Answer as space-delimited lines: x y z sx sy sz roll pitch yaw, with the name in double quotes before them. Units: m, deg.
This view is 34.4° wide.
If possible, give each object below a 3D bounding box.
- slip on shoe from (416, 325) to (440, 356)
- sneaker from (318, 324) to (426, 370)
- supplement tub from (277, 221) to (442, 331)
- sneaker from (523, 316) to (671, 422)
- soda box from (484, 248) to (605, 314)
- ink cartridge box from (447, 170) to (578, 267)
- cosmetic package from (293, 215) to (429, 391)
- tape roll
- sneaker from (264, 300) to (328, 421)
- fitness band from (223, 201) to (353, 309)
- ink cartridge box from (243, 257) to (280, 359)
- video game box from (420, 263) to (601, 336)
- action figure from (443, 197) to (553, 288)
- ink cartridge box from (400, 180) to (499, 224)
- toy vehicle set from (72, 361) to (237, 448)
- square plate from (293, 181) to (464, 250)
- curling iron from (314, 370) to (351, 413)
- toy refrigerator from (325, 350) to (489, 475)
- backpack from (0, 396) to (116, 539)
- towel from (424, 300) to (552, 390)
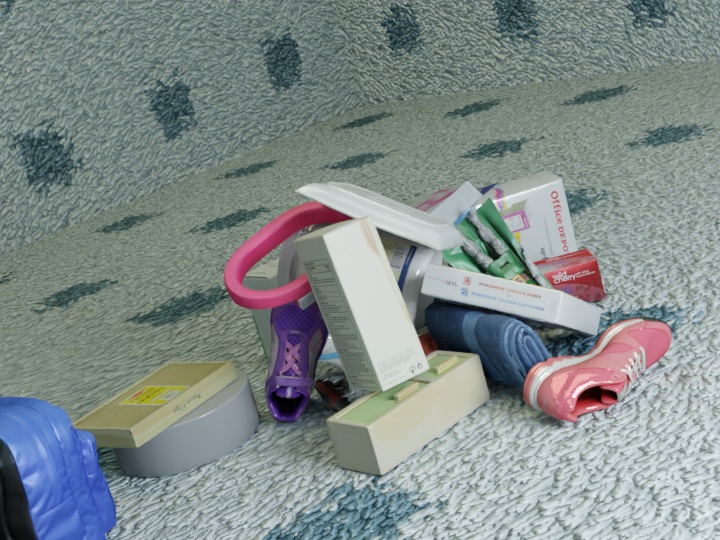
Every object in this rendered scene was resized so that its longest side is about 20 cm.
"slip on shoe" 0.109 0.105 1.588 0.061 0.074 0.200 37 34 23
"sneaker" 0.010 0.101 1.659 0.200 0.081 0.077 3 25 -8
"supplement tub" 0.000 0.000 1.604 0.200 0.145 0.145 16 25 14
"sneaker" 0.291 0.124 1.346 0.200 0.074 0.087 -25 31 -17
"soda box" 0.249 0.028 1.699 0.200 0.063 0.070 -15 15 3
"ink cartridge box" 0.236 -0.060 1.865 0.200 0.145 0.085 -18 15 -8
"cosmetic package" 0.000 0.040 1.405 0.071 0.200 0.105 -24 8 -23
"tape roll" -0.239 0.202 1.569 0.200 0.066 0.200 -14 15 4
"sneaker" -0.088 0.120 1.524 0.080 0.200 0.089 9 34 0
"fitness band" -0.084 -0.019 1.502 0.200 0.037 0.144 -39 45 -24
"ink cartridge box" -0.069 0.039 1.822 0.200 0.146 0.084 -26 16 -35
"video game box" 0.198 0.039 1.498 0.182 0.047 0.200 10 -3 25
"action figure" 0.207 0.000 1.642 0.118 0.200 0.055 -41 -11 -6
"ink cartridge box" 0.082 -0.080 1.767 0.200 0.043 0.196 -42 16 -35
"toy vehicle set" -0.272 0.173 1.528 0.124 0.027 0.200 -4 19 37
"square plate" 0.032 -0.075 1.506 0.198 0.028 0.200 23 8 12
"curling iron" -0.019 0.171 1.529 0.050 0.026 0.200 -22 16 -10
"toy refrigerator" 0.059 0.164 1.396 0.200 0.070 0.076 -27 19 -38
"backpack" -0.382 0.240 1.320 0.162 0.200 0.168 -8 17 30
"towel" 0.160 0.097 1.453 0.049 0.112 0.200 -44 26 -17
